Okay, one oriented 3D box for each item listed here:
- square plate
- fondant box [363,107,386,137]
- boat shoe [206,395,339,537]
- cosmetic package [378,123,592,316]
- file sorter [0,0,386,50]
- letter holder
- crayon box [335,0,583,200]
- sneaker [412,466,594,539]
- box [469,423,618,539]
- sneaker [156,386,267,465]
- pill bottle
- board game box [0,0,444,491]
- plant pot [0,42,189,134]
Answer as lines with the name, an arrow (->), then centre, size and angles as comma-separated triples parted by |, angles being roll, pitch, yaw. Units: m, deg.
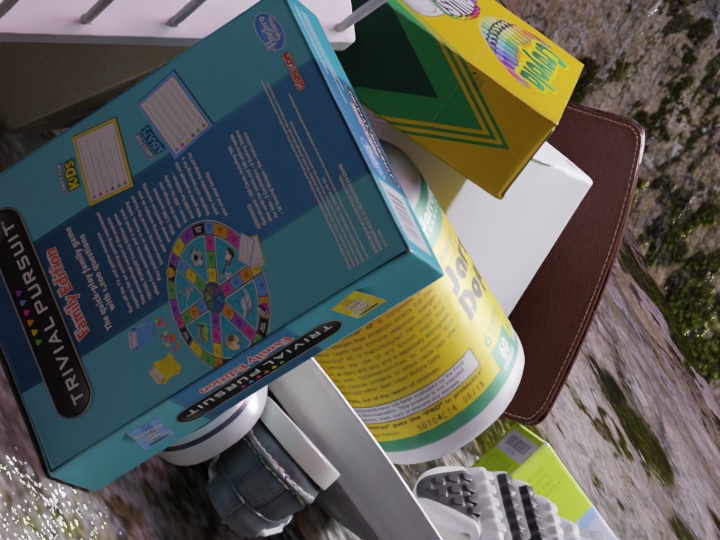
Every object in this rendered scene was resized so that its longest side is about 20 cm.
square plate -> -0.033, 0.084, 1.320 | 0.201, 0.028, 0.198 | 55, -10, -17
fondant box -> 0.013, -0.028, 1.532 | 0.058, 0.201, 0.144 | 20, -14, 37
boat shoe -> -0.058, 0.103, 1.231 | 0.073, 0.062, 0.200 | 47, -7, -4
cosmetic package -> 0.037, -0.003, 1.420 | 0.112, 0.201, 0.081 | 18, 18, -49
file sorter -> -0.077, -0.192, 1.107 | 0.199, 0.124, 0.140 | -2, 77, -28
letter holder -> 0.119, -0.003, 1.511 | 0.141, 0.201, 0.100 | 19, -2, 36
crayon box -> 0.035, -0.129, 1.313 | 0.172, 0.058, 0.200 | 34, 17, 0
sneaker -> 0.105, 0.181, 1.344 | 0.199, 0.081, 0.075 | 31, 27, -18
box -> 0.117, 0.211, 1.520 | 0.200, 0.122, 0.048 | 52, -10, -27
sneaker -> -0.107, 0.022, 1.204 | 0.080, 0.078, 0.200 | 57, 1, -30
pill bottle -> 0.000, 0.000, 1.281 | 0.201, 0.112, 0.113 | 57, 11, -30
board game box -> -0.081, -0.014, 1.099 | 0.047, 0.199, 0.152 | 32, 29, -62
plant pot -> -0.149, -0.182, 1.288 | 0.200, 0.199, 0.178 | -21, 89, -78
